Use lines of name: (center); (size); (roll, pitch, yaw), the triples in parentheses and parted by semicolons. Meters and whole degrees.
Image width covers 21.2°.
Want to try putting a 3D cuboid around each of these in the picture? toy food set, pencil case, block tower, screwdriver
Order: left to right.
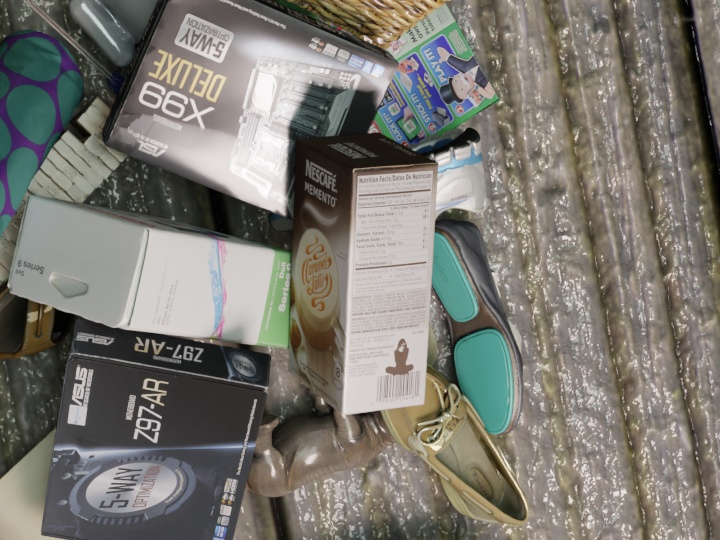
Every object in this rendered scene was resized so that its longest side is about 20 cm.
pencil case: (-0.293, -0.101, 1.549); (0.085, 0.092, 0.201); (37, 47, -16)
block tower: (-0.273, -0.058, 1.629); (0.058, 0.054, 0.200); (43, 81, -13)
screwdriver: (-0.218, -0.171, 1.606); (0.028, 0.029, 0.200); (-44, 132, 2)
toy food set: (-0.219, 0.192, 1.656); (0.200, 0.060, 0.144); (-43, 93, -6)

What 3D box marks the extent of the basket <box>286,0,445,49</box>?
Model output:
basket: (-0.005, -0.302, 1.588); (0.199, 0.149, 0.144); (24, 58, -26)

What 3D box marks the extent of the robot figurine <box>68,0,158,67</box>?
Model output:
robot figurine: (-0.164, -0.251, 1.618); (0.169, 0.113, 0.200); (-42, 103, 0)

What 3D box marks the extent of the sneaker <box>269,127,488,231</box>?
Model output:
sneaker: (0.019, -0.053, 1.682); (0.199, 0.075, 0.087); (-15, 110, 11)

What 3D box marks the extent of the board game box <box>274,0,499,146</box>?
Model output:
board game box: (0.019, -0.203, 1.717); (0.134, 0.029, 0.201); (-32, 101, -11)

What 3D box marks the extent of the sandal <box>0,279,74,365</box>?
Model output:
sandal: (-0.261, 0.032, 1.621); (0.200, 0.082, 0.055); (-41, 68, -17)

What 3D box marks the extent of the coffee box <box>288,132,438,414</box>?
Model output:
coffee box: (0.000, 0.000, 1.550); (0.079, 0.114, 0.202); (-5, 107, -26)

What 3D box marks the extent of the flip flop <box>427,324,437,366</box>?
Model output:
flip flop: (0.019, 0.028, 1.672); (0.200, 0.057, 0.081); (46, 54, -40)

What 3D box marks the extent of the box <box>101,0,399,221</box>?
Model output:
box: (-0.091, -0.142, 1.577); (0.199, 0.050, 0.158); (22, 104, -18)

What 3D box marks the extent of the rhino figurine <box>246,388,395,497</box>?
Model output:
rhino figurine: (-0.022, 0.141, 1.706); (0.199, 0.060, 0.088); (-17, 117, -15)

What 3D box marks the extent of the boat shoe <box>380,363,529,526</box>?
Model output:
boat shoe: (0.085, 0.153, 1.702); (0.073, 0.063, 0.201); (-47, 125, -23)

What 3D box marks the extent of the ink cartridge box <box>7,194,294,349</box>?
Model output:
ink cartridge box: (-0.163, 0.003, 1.569); (0.199, 0.145, 0.088); (7, 95, -52)

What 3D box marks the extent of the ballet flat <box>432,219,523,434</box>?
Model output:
ballet flat: (0.112, 0.046, 1.738); (0.073, 0.073, 0.201); (-21, 93, -14)

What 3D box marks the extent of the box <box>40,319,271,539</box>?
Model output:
box: (-0.167, 0.141, 1.555); (0.159, 0.044, 0.201); (11, 126, -7)
